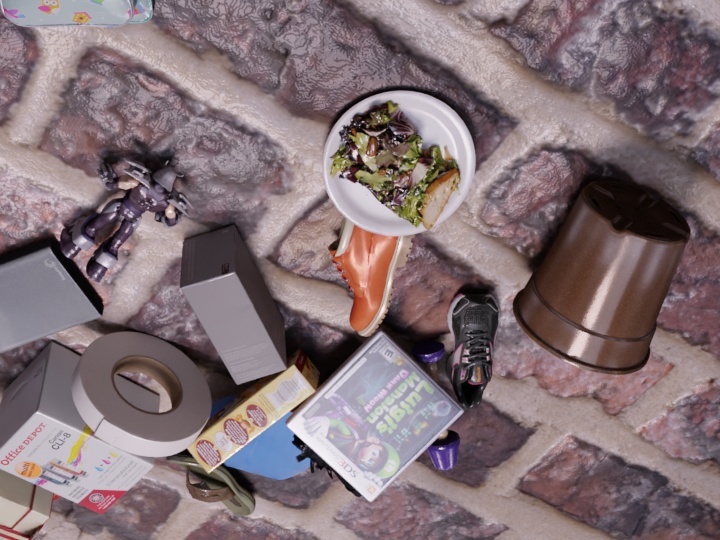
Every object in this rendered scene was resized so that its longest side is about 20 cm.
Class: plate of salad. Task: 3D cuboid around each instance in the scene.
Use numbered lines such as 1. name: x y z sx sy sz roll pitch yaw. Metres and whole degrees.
1. plate of salad: 0.050 -0.131 1.441 0.199 0.048 0.201 -1 117 -2

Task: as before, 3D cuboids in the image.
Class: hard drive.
1. hard drive: -0.480 0.041 1.567 0.199 0.033 0.140 -20 129 11

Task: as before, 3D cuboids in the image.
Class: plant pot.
1. plant pot: 0.334 0.001 1.509 0.200 0.201 0.199 11 121 -14

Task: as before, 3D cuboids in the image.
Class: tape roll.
1. tape roll: -0.308 0.172 1.584 0.202 0.203 0.037 21 125 -22

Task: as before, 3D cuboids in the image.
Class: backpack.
1. backpack: -0.304 -0.356 1.175 0.175 0.154 0.201 1 124 1

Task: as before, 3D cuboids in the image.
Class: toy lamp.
1. toy lamp: 0.116 0.208 1.709 0.058 0.058 0.201 -9 107 2

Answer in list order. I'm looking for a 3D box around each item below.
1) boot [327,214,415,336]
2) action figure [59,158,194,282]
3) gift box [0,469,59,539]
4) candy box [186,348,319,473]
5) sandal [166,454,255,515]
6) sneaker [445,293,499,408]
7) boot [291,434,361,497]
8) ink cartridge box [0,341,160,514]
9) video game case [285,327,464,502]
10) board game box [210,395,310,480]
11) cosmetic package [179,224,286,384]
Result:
1. boot: 0.000 0.000 1.559 0.107 0.075 0.201 11 120 -10
2. action figure: -0.305 -0.078 1.465 0.200 0.069 0.130 -39 116 20
3. gift box: -0.568 0.344 1.714 0.186 0.200 0.184 30 127 -28
4. candy box: -0.154 0.204 1.647 0.200 0.115 0.055 -37 95 6
5. sandal: -0.240 0.356 1.824 0.080 0.057 0.201 -2 141 40
6. sneaker: 0.172 0.123 1.664 0.080 0.086 0.200 -6 130 -3
7. boot: 0.002 0.246 1.733 0.198 0.073 0.162 -44 123 1
8. ink cartridge box: -0.422 0.234 1.664 0.200 0.145 0.145 32 121 -27
9. video game case: 0.022 0.215 1.655 0.200 0.023 0.182 -45 104 4
10. board game box: -0.160 0.254 1.777 0.199 0.039 0.158 17 128 -9
11. cosmetic package: -0.173 0.049 1.556 0.090 0.107 0.200 -19 128 10
